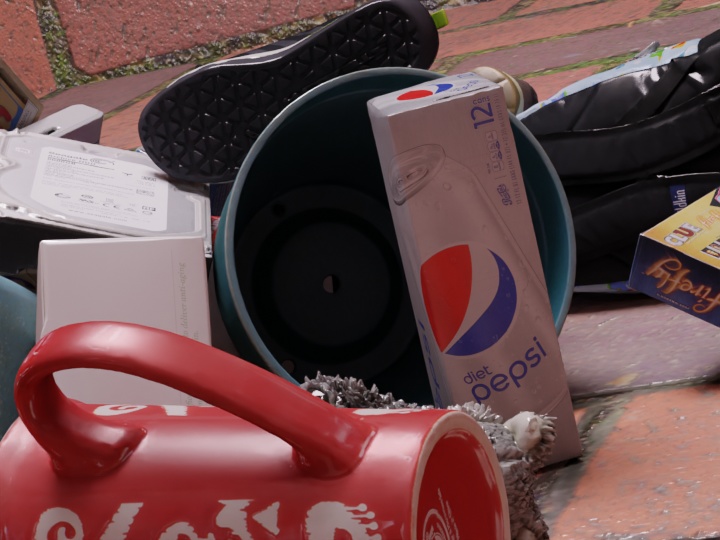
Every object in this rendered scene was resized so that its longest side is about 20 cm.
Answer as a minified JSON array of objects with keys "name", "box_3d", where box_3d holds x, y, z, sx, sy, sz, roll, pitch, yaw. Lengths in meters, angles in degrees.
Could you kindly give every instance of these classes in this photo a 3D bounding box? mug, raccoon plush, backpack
[{"name":"mug","box_3d":[-0.055,0.110,1.052,0.199,0.134,0.178,-3,-24,25]},{"name":"raccoon plush","box_3d":[0.044,0.088,1.201,0.133,0.098,0.200,-1,15,18]},{"name":"backpack","box_3d":[0.178,-0.057,1.599,0.199,0.164,0.154,-18,2,15]}]

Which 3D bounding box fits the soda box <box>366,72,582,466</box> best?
[{"name":"soda box","box_3d":[0.058,0.004,1.287,0.063,0.202,0.068,-15,13,-7]}]

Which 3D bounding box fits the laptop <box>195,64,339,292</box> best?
[{"name":"laptop","box_3d":[-0.004,-0.051,1.623,0.103,0.178,0.200,-27,29,-13]}]

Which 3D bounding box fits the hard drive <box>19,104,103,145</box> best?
[{"name":"hard drive","box_3d":[-0.225,0.000,1.665,0.027,0.201,0.132,19,22,16]}]

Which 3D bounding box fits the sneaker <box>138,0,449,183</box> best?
[{"name":"sneaker","box_3d":[-0.037,-0.108,1.517,0.199,0.072,0.083,-21,4,6]}]

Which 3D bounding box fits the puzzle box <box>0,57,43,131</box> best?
[{"name":"puzzle box","box_3d":[-0.276,-0.052,1.570,0.025,0.201,0.133,14,-18,26]}]

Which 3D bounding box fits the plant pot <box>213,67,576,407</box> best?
[{"name":"plant pot","box_3d":[0.000,0.000,1.443,0.199,0.201,0.188,-17,-3,-16]}]

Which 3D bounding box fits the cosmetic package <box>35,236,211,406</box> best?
[{"name":"cosmetic package","box_3d":[-0.124,0.060,1.269,0.084,0.109,0.200,-2,-14,-10]}]

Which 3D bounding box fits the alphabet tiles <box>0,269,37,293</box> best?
[{"name":"alphabet tiles","box_3d":[-0.202,0.041,1.536,0.166,0.008,0.200,2,-26,25]}]

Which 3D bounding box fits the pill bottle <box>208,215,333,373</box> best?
[{"name":"pill bottle","box_3d":[-0.123,0.018,1.594,0.198,0.113,0.112,6,17,17]}]

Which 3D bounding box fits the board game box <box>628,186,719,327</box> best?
[{"name":"board game box","box_3d":[0.257,-0.010,1.396,0.135,0.035,0.200,25,31,27]}]

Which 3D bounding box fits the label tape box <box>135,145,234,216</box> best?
[{"name":"label tape box","box_3d":[-0.105,-0.035,1.782,0.063,0.145,0.200,23,24,16]}]

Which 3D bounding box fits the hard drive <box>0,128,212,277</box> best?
[{"name":"hard drive","box_3d":[-0.157,-0.035,1.471,0.139,0.038,0.200,11,15,-6]}]

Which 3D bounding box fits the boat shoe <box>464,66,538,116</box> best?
[{"name":"boat shoe","box_3d":[0.058,-0.046,1.687,0.065,0.073,0.200,6,-54,-52]}]

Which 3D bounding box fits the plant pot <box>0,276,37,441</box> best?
[{"name":"plant pot","box_3d":[-0.277,0.078,1.386,0.199,0.198,0.195,-2,3,-35]}]
